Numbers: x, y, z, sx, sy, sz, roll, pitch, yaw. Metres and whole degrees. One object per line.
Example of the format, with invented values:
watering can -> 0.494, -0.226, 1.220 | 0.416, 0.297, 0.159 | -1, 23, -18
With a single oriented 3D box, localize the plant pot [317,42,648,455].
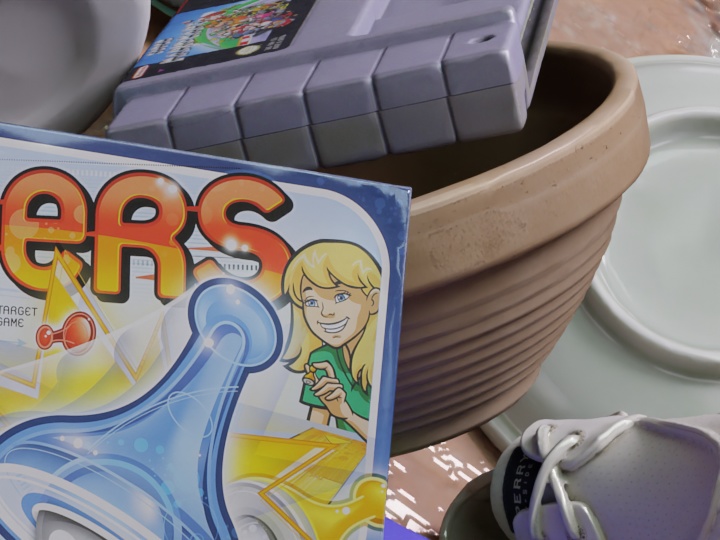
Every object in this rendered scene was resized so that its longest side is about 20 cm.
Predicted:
plant pot -> 0.000, 0.000, 0.888 | 0.201, 0.200, 0.093 | -37, 118, -50

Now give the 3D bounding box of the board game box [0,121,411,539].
board game box -> -0.090, 0.031, 0.719 | 0.199, 0.034, 0.136 | 8, 78, -16

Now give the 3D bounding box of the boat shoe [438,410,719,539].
boat shoe -> 0.075, 0.076, 0.855 | 0.070, 0.200, 0.071 | 19, 77, -13

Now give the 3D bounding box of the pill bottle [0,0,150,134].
pill bottle -> -0.159, -0.128, 0.907 | 0.112, 0.112, 0.200 | -2, 42, -39

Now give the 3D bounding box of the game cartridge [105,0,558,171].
game cartridge -> -0.004, -0.074, 0.892 | 0.129, 0.038, 0.200 | -7, 18, 10

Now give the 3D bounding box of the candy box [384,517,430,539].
candy box -> -0.025, 0.145, 0.789 | 0.200, 0.077, 0.169 | 30, 41, -13

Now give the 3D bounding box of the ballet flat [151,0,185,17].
ballet flat -> -0.081, -0.137, 1.022 | 0.200, 0.068, 0.068 | 20, 42, -23

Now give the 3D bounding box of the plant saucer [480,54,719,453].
plant saucer -> 0.125, -0.002, 0.998 | 0.200, 0.050, 0.201 | 2, 62, -3
